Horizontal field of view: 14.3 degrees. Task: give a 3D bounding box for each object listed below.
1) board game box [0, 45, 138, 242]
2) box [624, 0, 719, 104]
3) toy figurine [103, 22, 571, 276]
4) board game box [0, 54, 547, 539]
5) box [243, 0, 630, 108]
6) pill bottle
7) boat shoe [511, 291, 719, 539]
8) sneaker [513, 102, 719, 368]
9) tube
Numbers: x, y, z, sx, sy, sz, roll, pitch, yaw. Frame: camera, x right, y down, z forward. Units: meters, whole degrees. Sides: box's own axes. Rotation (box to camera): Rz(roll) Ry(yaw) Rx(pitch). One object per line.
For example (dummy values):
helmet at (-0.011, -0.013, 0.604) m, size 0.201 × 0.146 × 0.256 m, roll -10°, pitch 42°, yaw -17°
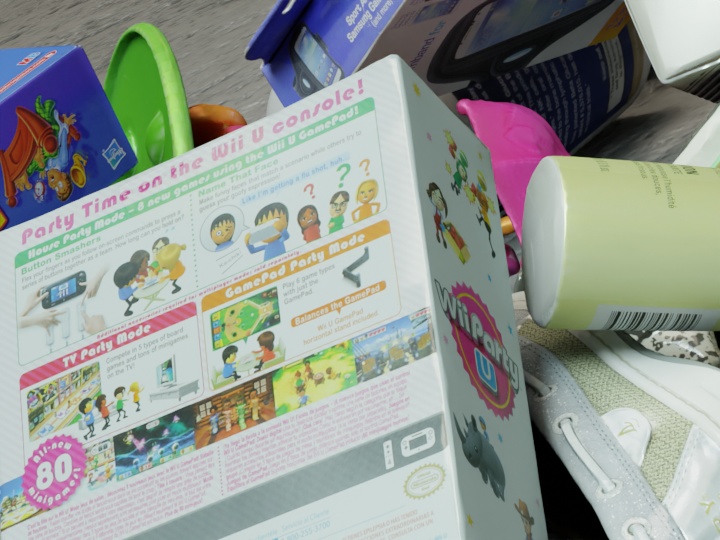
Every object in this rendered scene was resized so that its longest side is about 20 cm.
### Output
board game box at (-0.185, 0.001, 0.890) m, size 0.134 × 0.045 × 0.200 m, roll 2°, pitch 35°, yaw 49°
box at (0.153, -0.109, 1.085) m, size 0.068 × 0.082 × 0.200 m, roll -24°, pitch -11°, yaw 18°
toy figurine at (0.000, 0.000, 1.064) m, size 0.184 × 0.150 × 0.200 m, roll -1°, pitch -32°, yaw -17°
board game box at (-0.027, 0.058, 0.798) m, size 0.147 × 0.064 × 0.200 m, roll -22°, pitch 54°, yaw 22°
box at (0.050, -0.115, 1.105) m, size 0.200 × 0.041 × 0.119 m, roll -23°, pitch -19°, yaw -38°
pill bottle at (0.030, -0.068, 1.238) m, size 0.111 × 0.111 × 0.200 m, roll -10°, pitch 23°, yaw 47°
boat shoe at (0.062, 0.057, 0.859) m, size 0.065 × 0.074 × 0.202 m, roll -28°, pitch 22°, yaw -18°
sneaker at (0.142, -0.006, 0.981) m, size 0.089 × 0.077 × 0.200 m, roll 28°, pitch 48°, yaw 33°
tube at (0.149, -0.005, 0.848) m, size 0.200 × 0.052 × 0.058 m, roll 3°, pitch 53°, yaw -10°
